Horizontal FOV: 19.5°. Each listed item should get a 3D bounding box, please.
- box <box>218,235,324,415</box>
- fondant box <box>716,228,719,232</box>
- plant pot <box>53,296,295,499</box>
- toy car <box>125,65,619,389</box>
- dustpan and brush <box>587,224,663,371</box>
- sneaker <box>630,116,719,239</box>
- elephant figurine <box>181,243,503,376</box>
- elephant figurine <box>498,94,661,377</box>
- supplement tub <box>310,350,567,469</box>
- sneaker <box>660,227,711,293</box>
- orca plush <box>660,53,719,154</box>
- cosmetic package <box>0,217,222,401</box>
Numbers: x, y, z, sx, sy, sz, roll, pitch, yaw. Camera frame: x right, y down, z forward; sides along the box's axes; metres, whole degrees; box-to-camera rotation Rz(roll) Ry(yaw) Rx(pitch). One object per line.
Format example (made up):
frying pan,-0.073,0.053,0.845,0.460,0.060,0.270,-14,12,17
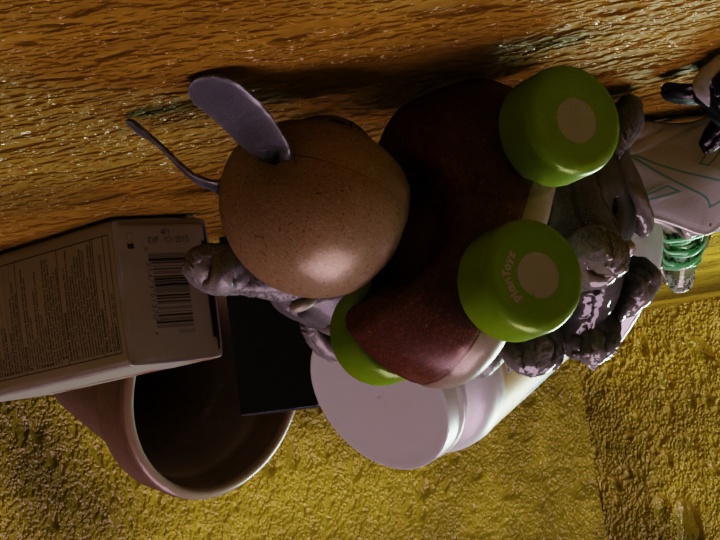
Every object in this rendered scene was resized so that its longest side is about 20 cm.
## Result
box,-0.019,0.036,1.646,0.079,0.141,0.200,-12,174,29
fondant box,0.296,-0.069,1.507,0.144,0.058,0.200,-10,176,9
plant pot,-0.178,0.082,1.810,0.200,0.200,0.175,-5,-168,-44
toy car,-0.009,-0.045,1.006,0.200,0.158,0.164,24,158,-21
dustpan and brush,0.210,-0.024,1.664,0.057,0.140,0.200,17,146,-17
sneaker,0.225,-0.062,1.329,0.200,0.080,0.070,-10,174,-4
elephant figurine,0.000,0.000,1.386,0.200,0.142,0.155,-2,134,9
elephant figurine,0.117,-0.038,1.187,0.142,0.155,0.200,-43,159,-21
supplement tub,0.070,0.046,1.560,0.145,0.145,0.200,-14,-163,45
sneaker,0.275,-0.027,1.775,0.077,0.089,0.200,-9,175,5
orca plush,0.220,-0.077,1.170,0.105,0.071,0.200,-9,175,-6
cosmetic package,-0.197,0.030,1.466,0.200,0.103,0.087,-12,174,43
